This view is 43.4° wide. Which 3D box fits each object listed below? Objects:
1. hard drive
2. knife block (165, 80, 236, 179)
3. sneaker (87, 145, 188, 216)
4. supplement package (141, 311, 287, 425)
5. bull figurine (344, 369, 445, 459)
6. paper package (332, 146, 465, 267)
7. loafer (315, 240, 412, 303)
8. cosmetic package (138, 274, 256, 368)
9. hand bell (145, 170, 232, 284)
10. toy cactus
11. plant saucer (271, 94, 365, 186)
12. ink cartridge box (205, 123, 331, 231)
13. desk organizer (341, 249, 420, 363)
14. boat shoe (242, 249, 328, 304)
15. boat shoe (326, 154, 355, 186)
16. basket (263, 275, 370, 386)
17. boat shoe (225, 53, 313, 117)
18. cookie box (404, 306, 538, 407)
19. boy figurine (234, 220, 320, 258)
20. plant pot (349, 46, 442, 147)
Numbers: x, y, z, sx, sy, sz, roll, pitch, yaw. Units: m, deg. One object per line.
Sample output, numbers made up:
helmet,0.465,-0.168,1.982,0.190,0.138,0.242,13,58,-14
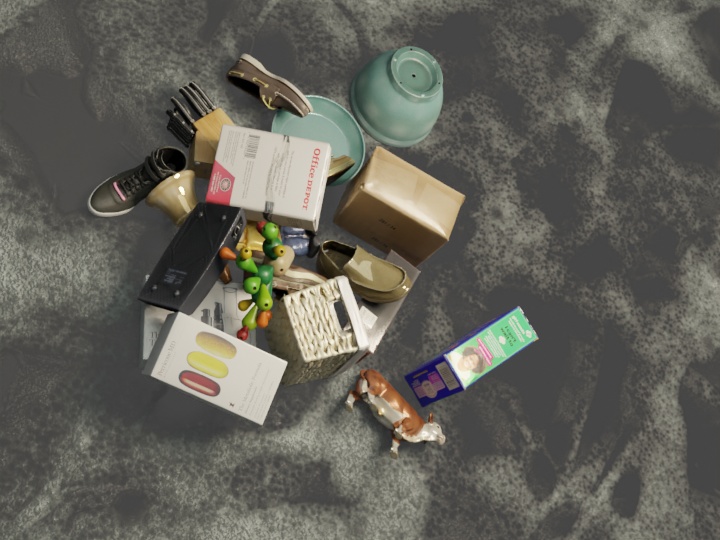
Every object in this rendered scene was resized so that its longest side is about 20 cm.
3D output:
hard drive,-0.274,-0.019,1.498,0.042,0.134,0.202,47,63,-41
knife block,-0.269,-0.260,1.709,0.197,0.064,0.178,9,67,-20
sneaker,-0.389,-0.164,1.597,0.198,0.099,0.071,-29,84,-29
supplement package,-0.239,0.160,1.474,0.198,0.109,0.115,26,76,-18
bull figurine,0.061,0.264,1.633,0.200,0.065,0.121,41,26,5
paper package,0.068,-0.116,1.725,0.198,0.191,0.105,28,65,-10
loafer,0.000,0.000,1.648,0.197,0.068,0.077,16,56,23
cosmetic package,-0.281,0.094,1.570,0.197,0.052,0.153,5,65,-22
hand bell,-0.284,-0.065,1.595,0.103,0.104,0.201,-29,81,-30
toy cactus,-0.163,0.002,1.500,0.101,0.203,0.165,12,25,16
plant saucer,-0.087,-0.252,1.802,0.197,0.036,0.203,8,67,-20
ink cartridge box,-0.159,-0.163,1.606,0.197,0.084,0.147,10,78,2
desk organizer,0.028,0.068,1.699,0.071,0.077,0.201,35,60,-6
boat shoe,-0.135,0.028,1.633,0.201,0.074,0.076,24,78,-39
boat shoe,-0.097,-0.185,1.706,0.198,0.073,0.063,-25,83,-32
basket,-0.082,0.113,1.568,0.122,0.200,0.137,-15,75,-21
boat shoe,-0.178,-0.347,1.757,0.199,0.072,0.060,37,74,21
cookie box,0.205,0.162,1.686,0.199,0.171,0.076,-30,85,-30
boy figurine,-0.177,-0.068,1.674,0.197,0.064,0.126,4,70,-26
plant pot,0.091,-0.377,1.874,0.197,0.134,0.204,8,67,-20
